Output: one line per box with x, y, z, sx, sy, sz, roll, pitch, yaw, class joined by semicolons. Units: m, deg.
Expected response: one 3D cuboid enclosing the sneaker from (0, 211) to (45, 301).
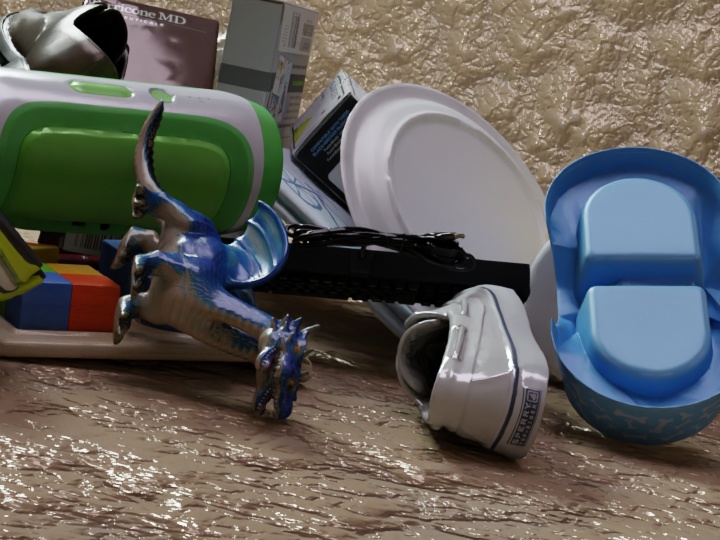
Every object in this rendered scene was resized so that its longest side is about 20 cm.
-0.230;-0.010;0.998;0.081;0.074;0.200;-37;21;-19;sneaker

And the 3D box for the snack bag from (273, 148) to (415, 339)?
-0.003;-0.015;1.323;0.189;0.021;0.200;44;9;2;snack bag

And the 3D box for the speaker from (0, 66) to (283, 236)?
-0.146;-0.065;1.121;0.199;0.089;0.088;3;10;-33;speaker

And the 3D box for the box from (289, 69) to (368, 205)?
0.041;-0.046;1.405;0.200;0.060;0.117;43;8;-12;box

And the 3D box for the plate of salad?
0.058;-0.030;1.301;0.199;0.201;0.048;5;-30;-43;plate of salad

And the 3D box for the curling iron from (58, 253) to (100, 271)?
-0.218;-0.003;1.197;0.199;0.026;0.049;6;5;-34;curling iron

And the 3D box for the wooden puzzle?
-0.146;0.013;1.109;0.199;0.047;0.185;8;8;-28;wooden puzzle

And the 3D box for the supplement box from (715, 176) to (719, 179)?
0.294;0.000;1.561;0.199;0.134;0.197;10;7;-11;supplement box

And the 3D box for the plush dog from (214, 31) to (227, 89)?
-0.159;-0.082;1.600;0.171;0.161;0.200;-2;-27;6;plush dog

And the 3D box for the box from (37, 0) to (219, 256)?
-0.153;-0.094;1.343;0.100;0.075;0.201;11;41;-10;box

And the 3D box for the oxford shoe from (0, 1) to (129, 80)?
-0.179;-0.130;1.238;0.084;0.073;0.200;-33;24;-1;oxford shoe

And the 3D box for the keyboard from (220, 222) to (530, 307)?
0.000;0.000;1.156;0.199;0.021;0.127;4;-19;0;keyboard

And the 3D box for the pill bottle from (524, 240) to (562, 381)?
0.201;0.022;1.316;0.114;0.115;0.200;16;8;33;pill bottle

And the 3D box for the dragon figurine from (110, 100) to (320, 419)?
-0.074;-0.003;1.028;0.099;0.059;0.200;11;36;-16;dragon figurine

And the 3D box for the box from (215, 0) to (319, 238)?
-0.077;-0.092;1.422;0.041;0.201;0.156;11;7;7;box

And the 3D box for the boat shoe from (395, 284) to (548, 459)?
0.051;0.044;1.066;0.065;0.074;0.200;15;5;-8;boat shoe

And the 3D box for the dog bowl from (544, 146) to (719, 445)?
0.162;0.016;1.149;0.111;0.050;0.201;0;47;2;dog bowl
